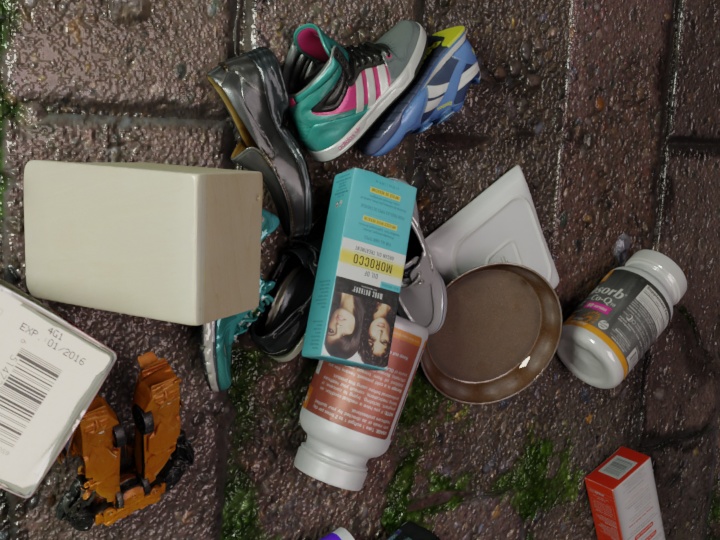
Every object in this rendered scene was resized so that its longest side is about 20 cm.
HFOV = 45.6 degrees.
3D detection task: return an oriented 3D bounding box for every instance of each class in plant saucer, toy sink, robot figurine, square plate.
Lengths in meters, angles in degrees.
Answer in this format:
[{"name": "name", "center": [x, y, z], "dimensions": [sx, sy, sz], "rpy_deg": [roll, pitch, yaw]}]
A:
[{"name": "plant saucer", "center": [0.166, 0.078, 1.115], "dimensions": [0.198, 0.035, 0.202], "rpy_deg": [-5, 113, -12]}, {"name": "toy sink", "center": [-0.200, -0.034, 0.802], "dimensions": [0.112, 0.198, 0.132], "rpy_deg": [-16, 110, -63]}, {"name": "robot figurine", "center": [-0.228, 0.172, 0.826], "dimensions": [0.144, 0.058, 0.201], "rpy_deg": [-20, 144, -32]}, {"name": "square plate", "center": [0.186, -0.006, 1.152], "dimensions": [0.198, 0.028, 0.201], "rpy_deg": [-38, 119, -25]}]

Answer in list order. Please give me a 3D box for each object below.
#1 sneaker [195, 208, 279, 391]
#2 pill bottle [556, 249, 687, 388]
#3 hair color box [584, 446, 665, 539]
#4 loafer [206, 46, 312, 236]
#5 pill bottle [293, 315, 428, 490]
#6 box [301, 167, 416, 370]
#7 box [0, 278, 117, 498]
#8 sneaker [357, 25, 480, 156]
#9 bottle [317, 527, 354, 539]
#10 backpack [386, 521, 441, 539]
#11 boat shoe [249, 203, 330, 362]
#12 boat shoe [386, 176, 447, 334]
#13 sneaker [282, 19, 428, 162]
[{"name": "sneaker", "center": [-0.128, 0.030, 0.889], "dimensions": [0.079, 0.077, 0.202], "rpy_deg": [8, 95, -15]}, {"name": "pill bottle", "center": [0.384, 0.067, 1.255], "dimensions": [0.200, 0.116, 0.117], "rpy_deg": [-44, 121, -22]}, {"name": "hair color box", "center": [0.432, 0.400, 1.387], "dimensions": [0.101, 0.061, 0.202], "rpy_deg": [-28, 113, -28]}, {"name": "loafer", "center": [-0.104, -0.126, 0.899], "dimensions": [0.072, 0.073, 0.202], "rpy_deg": [-21, 101, -22]}, {"name": "pill bottle", "center": [-0.004, 0.143, 0.991], "dimensions": [0.112, 0.112, 0.202], "rpy_deg": [24, 85, -36]}, {"name": "box", "center": [0.000, 0.000, 0.911], "dimensions": [0.082, 0.049, 0.202], "rpy_deg": [15, 78, -26]}, {"name": "box", "center": [-0.295, 0.084, 0.706], "dimensions": [0.109, 0.200, 0.129], "rpy_deg": [35, 78, -24]}, {"name": "sneaker", "center": [0.076, -0.197, 1.009], "dimensions": [0.200, 0.074, 0.082], "rpy_deg": [-49, 125, -17]}, {"name": "bottle", "center": [-0.089, 0.377, 1.003], "dimensions": [0.199, 0.065, 0.084], "rpy_deg": [-28, 113, -29]}, {"name": "backpack", "center": [0.054, 0.449, 1.078], "dimensions": [0.199, 0.150, 0.179], "rpy_deg": [-37, 119, -19]}, {"name": "boat shoe", "center": [-0.062, 0.001, 0.943], "dimensions": [0.200, 0.074, 0.066], "rpy_deg": [-58, 143, -2]}, {"name": "boat shoe", "center": [0.051, -0.008, 1.017], "dimensions": [0.065, 0.073, 0.202], "rpy_deg": [-60, 131, -68]}, {"name": "sneaker", "center": [-0.015, -0.230, 0.934], "dimensions": [0.201, 0.083, 0.121], "rpy_deg": [-52, 133, -15]}]
